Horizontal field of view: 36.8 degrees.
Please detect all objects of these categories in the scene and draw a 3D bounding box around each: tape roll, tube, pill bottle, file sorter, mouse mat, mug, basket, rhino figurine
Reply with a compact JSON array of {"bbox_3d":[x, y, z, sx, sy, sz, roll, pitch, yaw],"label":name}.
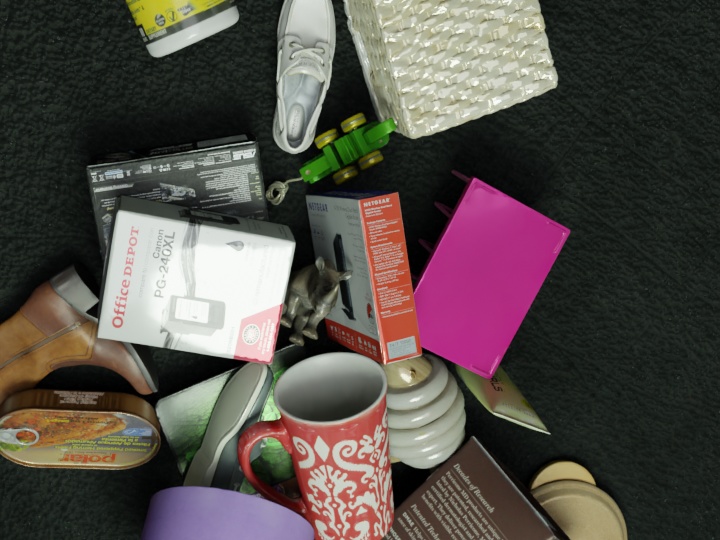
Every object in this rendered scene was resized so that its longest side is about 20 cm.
[{"bbox_3d":[-0.156,0.326,1.244,0.197,0.200,0.086,18,58,-13],"label":"tape roll"},{"bbox_3d":[0.167,0.147,1.318,0.057,0.200,0.053,-20,108,-4],"label":"tube"},{"bbox_3d":[-0.220,-0.347,1.181,0.111,0.112,0.203,-24,105,-4],"label":"pill bottle"},{"bbox_3d":[0.131,-0.003,1.316,0.137,0.125,0.202,26,98,-16],"label":"file sorter"},{"bbox_3d":[-0.135,0.194,1.318,0.197,0.008,0.163,-22,105,-7],"label":"mouse mat"},{"bbox_3d":[-0.043,0.218,1.276,0.174,0.134,0.203,-2,121,11],"label":"mug"},{"bbox_3d":[0.097,-0.275,1.231,0.197,0.161,0.201,-19,106,-4],"label":"basket"},{"bbox_3d":[-0.057,0.029,1.240,0.059,0.200,0.089,27,74,-12],"label":"rhino figurine"}]

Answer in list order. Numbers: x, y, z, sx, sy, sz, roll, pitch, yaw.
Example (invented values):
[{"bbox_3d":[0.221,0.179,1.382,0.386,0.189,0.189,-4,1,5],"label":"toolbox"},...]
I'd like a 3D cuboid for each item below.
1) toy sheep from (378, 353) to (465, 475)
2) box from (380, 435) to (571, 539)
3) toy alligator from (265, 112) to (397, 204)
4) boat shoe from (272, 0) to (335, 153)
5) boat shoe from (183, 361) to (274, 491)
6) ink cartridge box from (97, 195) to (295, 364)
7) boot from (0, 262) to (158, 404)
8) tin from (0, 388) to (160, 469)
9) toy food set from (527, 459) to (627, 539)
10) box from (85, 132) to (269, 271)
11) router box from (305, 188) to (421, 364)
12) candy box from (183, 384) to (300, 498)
[{"bbox_3d":[0.068,0.180,1.349,0.136,0.138,0.202,-22,120,-4],"label":"toy sheep"},{"bbox_3d":[0.140,0.350,1.347,0.200,0.164,0.166,-43,147,1],"label":"box"},{"bbox_3d":[-0.029,-0.133,1.280,0.198,0.054,0.060,-27,90,32],"label":"toy alligator"},{"bbox_3d":[-0.063,-0.236,1.256,0.069,0.069,0.204,3,101,-9],"label":"boat shoe"},{"bbox_3d":[-0.146,0.200,1.284,0.061,0.073,0.202,22,99,-30],"label":"boat shoe"},{"bbox_3d":[-0.184,0.011,1.194,0.196,0.083,0.148,9,103,-13],"label":"ink cartridge box"},{"bbox_3d":[-0.362,0.119,1.287,0.199,0.069,0.189,-37,113,4],"label":"boot"},{"bbox_3d":[-0.339,0.191,1.297,0.196,0.042,0.113,4,129,-11],"label":"tin"},{"bbox_3d":[0.266,0.373,1.467,0.198,0.049,0.200,-42,107,1],"label":"toy food set"},{"bbox_3d":[-0.206,-0.062,1.261,0.196,0.086,0.167,-10,105,-8],"label":"box"},{"bbox_3d":[0.000,0.000,1.245,0.048,0.200,0.183,-12,98,-18],"label":"router box"},{"bbox_3d":[-0.144,0.235,1.357,0.115,0.056,0.203,-15,103,-6],"label":"candy box"}]
